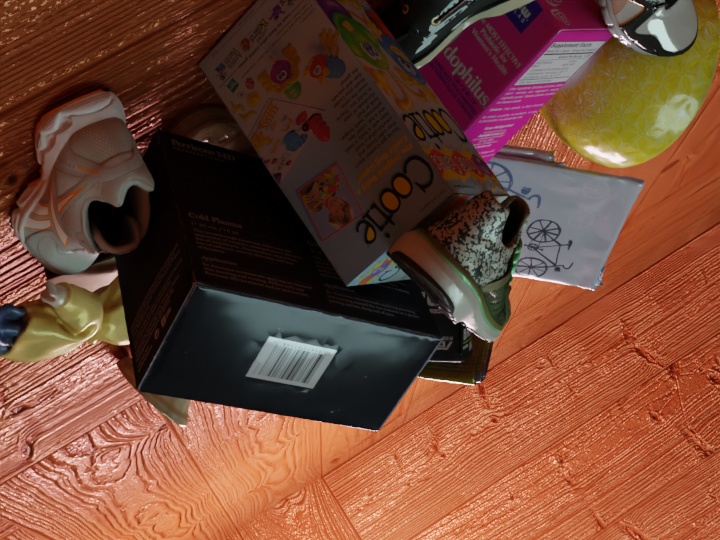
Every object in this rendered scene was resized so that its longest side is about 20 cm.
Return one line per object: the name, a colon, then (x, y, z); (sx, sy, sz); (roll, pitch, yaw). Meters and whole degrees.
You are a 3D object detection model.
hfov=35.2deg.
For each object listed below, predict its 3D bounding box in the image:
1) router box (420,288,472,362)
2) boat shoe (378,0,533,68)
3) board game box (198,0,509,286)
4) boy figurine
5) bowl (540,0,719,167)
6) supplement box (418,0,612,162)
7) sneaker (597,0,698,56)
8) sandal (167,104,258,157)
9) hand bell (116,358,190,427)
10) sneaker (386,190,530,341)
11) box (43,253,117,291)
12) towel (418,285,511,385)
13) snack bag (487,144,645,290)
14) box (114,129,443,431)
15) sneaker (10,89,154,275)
router box: (0.000, 0.000, 1.009); (0.200, 0.150, 0.062); (1, -173, 13)
boat shoe: (0.059, -0.211, 0.882); (0.201, 0.074, 0.063); (-28, 131, 16)
board game box: (-0.005, -0.100, 0.812); (0.105, 0.200, 0.103); (-41, 163, 24)
boy figurine: (-0.254, 0.037, 0.905); (0.200, 0.065, 0.124); (-10, 162, -40)
bowl: (0.218, -0.203, 1.050); (0.108, 0.200, 0.200); (11, 140, -31)
supplement box: (0.107, -0.178, 0.996); (0.103, 0.101, 0.200); (-14, 154, -50)
sneaker: (0.227, -0.242, 0.900); (0.074, 0.080, 0.200); (-53, 129, -12)
sandal: (-0.077, -0.087, 0.951); (0.078, 0.070, 0.212); (-41, 164, 23)
hand bell: (-0.161, 0.065, 1.252); (0.200, 0.104, 0.104); (-46, 165, -2)
sneaker: (0.089, -0.008, 0.777); (0.089, 0.077, 0.200); (-44, 166, 7)
box: (-0.184, 0.002, 1.042); (0.163, 0.021, 0.200); (-22, 164, -5)
towel: (0.036, 0.048, 1.081); (0.144, 0.200, 0.023); (-71, 158, -44)
snack bag: (0.174, -0.055, 1.165); (0.200, 0.021, 0.189); (9, 142, -1)
box: (-0.068, 0.008, 0.851); (0.200, 0.182, 0.104); (14, 124, -29)
sneaker: (-0.196, -0.036, 0.817); (0.076, 0.092, 0.200); (-25, 162, -29)
